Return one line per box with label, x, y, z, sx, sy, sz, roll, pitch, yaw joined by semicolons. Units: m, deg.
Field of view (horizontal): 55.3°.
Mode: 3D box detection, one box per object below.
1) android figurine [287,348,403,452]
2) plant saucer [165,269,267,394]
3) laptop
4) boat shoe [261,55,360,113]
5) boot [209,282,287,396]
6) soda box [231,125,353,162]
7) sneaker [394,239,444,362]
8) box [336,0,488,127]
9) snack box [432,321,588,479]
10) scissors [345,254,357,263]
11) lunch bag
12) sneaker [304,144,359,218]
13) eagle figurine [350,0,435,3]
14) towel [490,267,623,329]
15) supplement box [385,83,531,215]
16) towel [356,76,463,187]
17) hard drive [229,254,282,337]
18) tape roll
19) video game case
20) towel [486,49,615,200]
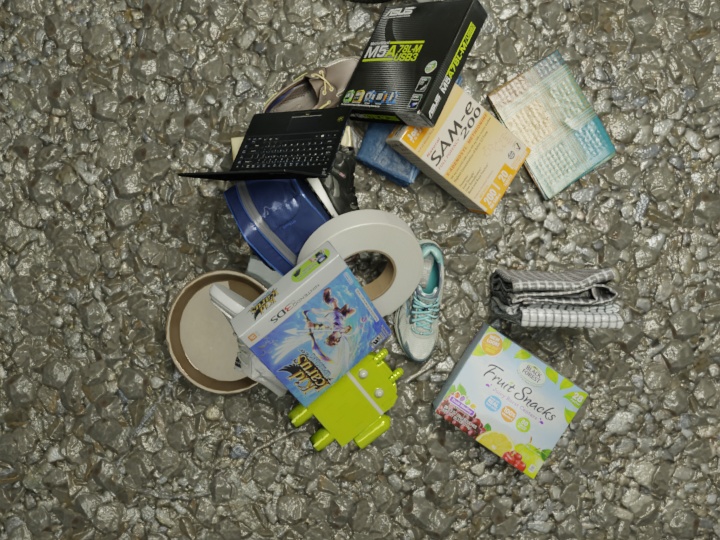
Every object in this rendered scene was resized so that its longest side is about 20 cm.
android figurine;-0.019;0.210;1.143;0.199;0.041;0.183;-37;110;3
plant saucer;-0.221;0.100;1.131;0.195;0.029;0.205;0;93;0
laptop;-0.128;-0.181;0.958;0.174;0.104;0.203;2;58;25
boat shoe;-0.076;-0.291;1.127;0.197;0.060;0.073;-30;90;2
boot;-0.174;0.114;1.077;0.199;0.074;0.096;38;93;-7
soda box;-0.108;-0.190;1.131;0.195;0.064;0.069;-5;92;2
sneaker;0.098;0.051;1.125;0.076;0.086;0.205;3;93;-2
box;0.074;-0.318;1.052;0.047;0.198;0.196;29;83;-42
snack box;0.245;0.212;1.141;0.198;0.068;0.170;34;93;-2
scissors;-0.083;0.010;1.068;0.199;0.073;0.014;-40;51;14
lunch bag;-0.116;-0.071;1.077;0.131;0.200;0.137;-34;49;7
sneaker;-0.032;-0.143;1.072;0.087;0.076;0.201;-33;116;9
eagle figurine;0.031;-0.483;1.080;0.196;0.153;0.153;-18;55;-14
towel;0.294;0.037;1.066;0.161;0.200;0.088;1;92;0
supplement box;0.156;-0.198;1.089;0.198;0.073;0.127;34;89;-19
towel;0.078;-0.249;1.133;0.110;0.049;0.203;26;93;1
hard drive;-0.107;0.068;1.158;0.196;0.033;0.143;16;93;0
tape roll;0.000;0.000;1.051;0.198;0.037;0.206;-10;131;-12
video game case;-0.066;0.085;1.016;0.180;0.046;0.201;-39;132;-4
towel;0.318;-0.241;1.143;0.145;0.022;0.202;-31;90;1
